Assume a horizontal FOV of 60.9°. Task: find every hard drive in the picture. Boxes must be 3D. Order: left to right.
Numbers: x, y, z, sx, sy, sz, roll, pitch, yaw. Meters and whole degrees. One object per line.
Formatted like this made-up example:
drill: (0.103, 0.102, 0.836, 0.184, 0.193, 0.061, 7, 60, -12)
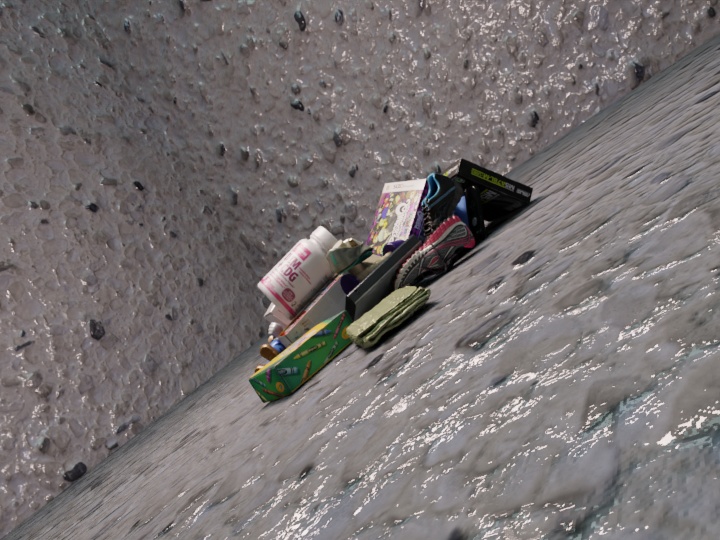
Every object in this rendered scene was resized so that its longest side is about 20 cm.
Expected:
hard drive: (0.047, 0.026, 1.285, 0.200, 0.033, 0.140, -43, -18, -21)

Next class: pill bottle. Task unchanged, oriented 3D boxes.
pill bottle: (-0.129, 0.003, 1.394, 0.200, 0.113, 0.113, -46, 4, -8)

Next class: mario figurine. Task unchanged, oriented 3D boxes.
mario figurine: (-0.210, 0.191, 1.483, 0.123, 0.107, 0.200, -36, 0, 15)

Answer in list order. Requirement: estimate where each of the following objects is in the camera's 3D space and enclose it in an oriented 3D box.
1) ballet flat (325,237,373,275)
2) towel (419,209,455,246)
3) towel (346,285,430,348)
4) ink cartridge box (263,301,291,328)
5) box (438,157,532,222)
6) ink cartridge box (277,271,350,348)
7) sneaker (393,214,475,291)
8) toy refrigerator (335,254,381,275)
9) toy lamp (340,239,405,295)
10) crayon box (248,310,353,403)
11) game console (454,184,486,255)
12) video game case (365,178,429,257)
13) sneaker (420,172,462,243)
ballet flat: (-0.021, -0.041, 1.328, 0.067, 0.064, 0.200, -33, 0, 19)
towel: (0.153, -0.076, 1.426, 0.203, 0.023, 0.145, -63, 14, 7)
towel: (0.043, 0.080, 1.054, 0.147, 0.037, 0.200, -36, 3, -9)
ink cartridge box: (-0.151, 0.077, 1.658, 0.203, 0.144, 0.084, -62, 15, -24)
box: (0.273, -0.184, 1.443, 0.200, 0.189, 0.049, 155, 135, -72)
ink cartridge box: (-0.091, 0.107, 1.393, 0.200, 0.084, 0.175, -47, 5, -16)
sneaker: (0.144, -0.017, 1.239, 0.200, 0.075, 0.080, -47, -13, 18)
toy refrigerator: (0.000, 0.000, 1.465, 0.197, 0.072, 0.075, 18, 25, 28)
toy lamp: (0.037, -0.012, 1.334, 0.199, 0.059, 0.058, -34, 2, -42)
crayon box: (-0.105, 0.163, 1.166, 0.199, 0.059, 0.118, -37, 4, -40)
game console: (0.188, -0.083, 1.395, 0.114, 0.181, 0.200, -3, -9, -21)
video game case: (0.090, -0.121, 1.502, 0.180, 0.035, 0.204, 6, 76, 59)
sneaker: (0.157, -0.112, 1.320, 0.073, 0.081, 0.204, -13, 58, 54)
